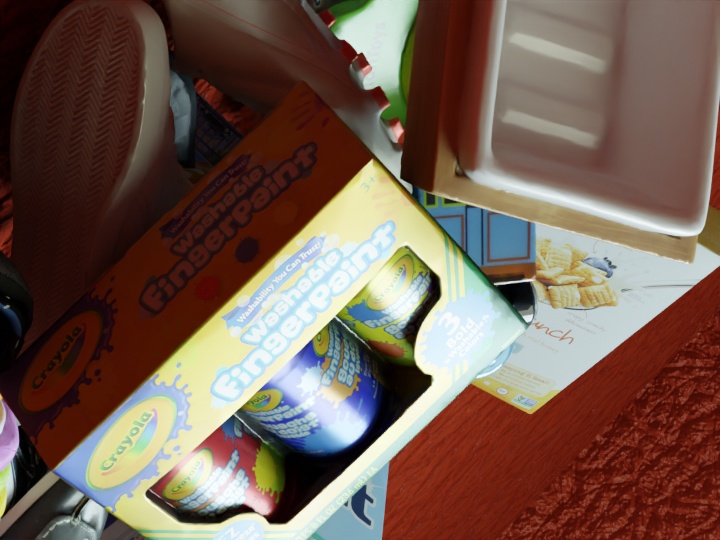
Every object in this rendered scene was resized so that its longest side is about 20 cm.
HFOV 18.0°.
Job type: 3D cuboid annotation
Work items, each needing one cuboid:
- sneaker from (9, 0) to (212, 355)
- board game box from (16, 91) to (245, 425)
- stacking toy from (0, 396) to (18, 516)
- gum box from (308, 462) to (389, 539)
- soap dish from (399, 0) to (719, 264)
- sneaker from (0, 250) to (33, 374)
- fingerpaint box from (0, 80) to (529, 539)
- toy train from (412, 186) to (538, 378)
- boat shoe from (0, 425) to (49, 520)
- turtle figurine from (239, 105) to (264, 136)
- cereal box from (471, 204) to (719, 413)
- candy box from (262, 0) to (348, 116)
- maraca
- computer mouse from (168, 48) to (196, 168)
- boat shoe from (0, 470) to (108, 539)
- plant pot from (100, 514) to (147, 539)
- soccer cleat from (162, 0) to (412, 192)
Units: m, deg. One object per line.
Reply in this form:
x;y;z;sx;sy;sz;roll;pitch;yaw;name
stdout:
-0.106;-0.049;1.081;0.115;0.073;0.201;-27;140;-50;sneaker
-0.143;0.018;1.305;0.200;0.062;0.200;-43;164;-16;board game box
-0.217;0.094;1.172;0.115;0.110;0.201;1;134;-39;stacking toy
-0.055;0.120;1.432;0.044;0.170;0.201;-33;-149;31;gum box
0.098;-0.114;1.088;0.156;0.202;0.081;13;166;-31;soap dish
-0.198;0.018;1.059;0.073;0.112;0.200;-43;164;-13;sneaker
-0.042;0.039;1.067;0.200;0.073;0.167;-43;138;2;fingerpaint box
0.000;0.000;1.193;0.198;0.115;0.087;-5;-169;-18;toy train
-0.209;0.103;1.337;0.091;0.071;0.200;-44;170;-23;boat shoe
-0.022;-0.053;1.302;0.064;0.161;0.201;-27;147;-26;turtle figurine
0.102;-0.001;1.342;0.200;0.143;0.040;-44;-155;46;cereal box
0.009;-0.197;1.175;0.167;0.071;0.201;-35;159;-40;candy box
0.063;-0.120;1.187;0.199;0.107;0.138;-10;128;-28;maraca
-0.133;-0.047;1.154;0.138;0.053;0.201;-23;143;-24;computer mouse
-0.178;0.161;1.295;0.200;0.068;0.072;-46;172;-10;boat shoe
-0.119;0.201;1.541;0.200;0.201;0.180;-38;160;6;plant pot
-0.047;-0.103;1.092;0.077;0.200;0.069;-35;-157;6;soccer cleat
